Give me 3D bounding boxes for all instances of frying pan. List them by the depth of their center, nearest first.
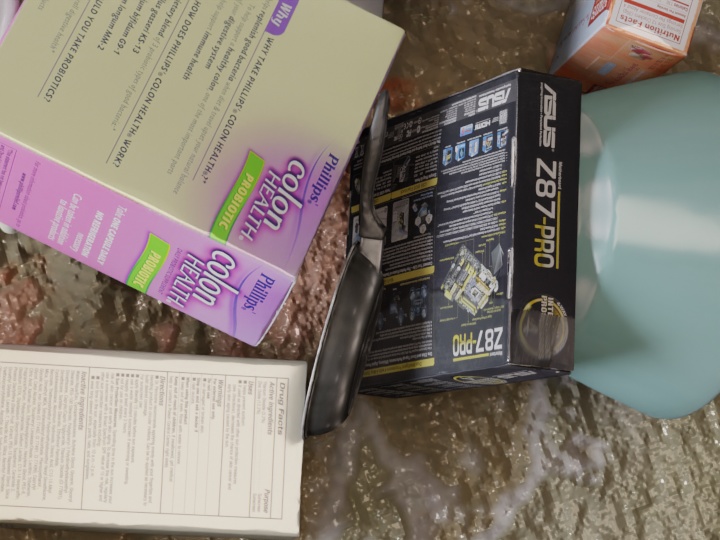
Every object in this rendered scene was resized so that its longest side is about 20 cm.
[{"bbox_3d":[0.000,0.005,1.256,0.031,0.115,0.191,16,78,4],"label":"frying pan"}]

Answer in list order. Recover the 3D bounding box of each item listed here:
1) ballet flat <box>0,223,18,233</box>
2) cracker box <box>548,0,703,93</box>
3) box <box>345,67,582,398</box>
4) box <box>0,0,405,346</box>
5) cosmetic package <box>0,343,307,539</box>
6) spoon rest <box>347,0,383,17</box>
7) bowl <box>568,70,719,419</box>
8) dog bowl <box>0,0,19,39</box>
[{"bbox_3d":[-0.241,-0.046,1.299,0.199,0.068,0.076,-20,105,-11],"label":"ballet flat"},{"bbox_3d":[0.181,-0.212,1.346,0.057,0.134,0.201,20,80,-6],"label":"cracker box"},{"bbox_3d":[0.053,-0.015,1.263,0.049,0.200,0.163,9,78,-26],"label":"box"},{"bbox_3d":[-0.103,-0.088,1.244,0.199,0.097,0.177,25,61,-4],"label":"box"},{"bbox_3d":[-0.133,0.100,1.283,0.198,0.073,0.104,5,80,-8],"label":"cosmetic package"},{"bbox_3d":[-0.012,-0.174,1.359,0.099,0.061,0.201,36,91,0],"label":"spoon rest"},{"bbox_3d":[0.138,-0.020,1.265,0.104,0.200,0.203,6,80,-25],"label":"bowl"},{"bbox_3d":[-0.273,-0.134,1.202,0.199,0.201,0.059,-35,60,-12],"label":"dog bowl"}]
